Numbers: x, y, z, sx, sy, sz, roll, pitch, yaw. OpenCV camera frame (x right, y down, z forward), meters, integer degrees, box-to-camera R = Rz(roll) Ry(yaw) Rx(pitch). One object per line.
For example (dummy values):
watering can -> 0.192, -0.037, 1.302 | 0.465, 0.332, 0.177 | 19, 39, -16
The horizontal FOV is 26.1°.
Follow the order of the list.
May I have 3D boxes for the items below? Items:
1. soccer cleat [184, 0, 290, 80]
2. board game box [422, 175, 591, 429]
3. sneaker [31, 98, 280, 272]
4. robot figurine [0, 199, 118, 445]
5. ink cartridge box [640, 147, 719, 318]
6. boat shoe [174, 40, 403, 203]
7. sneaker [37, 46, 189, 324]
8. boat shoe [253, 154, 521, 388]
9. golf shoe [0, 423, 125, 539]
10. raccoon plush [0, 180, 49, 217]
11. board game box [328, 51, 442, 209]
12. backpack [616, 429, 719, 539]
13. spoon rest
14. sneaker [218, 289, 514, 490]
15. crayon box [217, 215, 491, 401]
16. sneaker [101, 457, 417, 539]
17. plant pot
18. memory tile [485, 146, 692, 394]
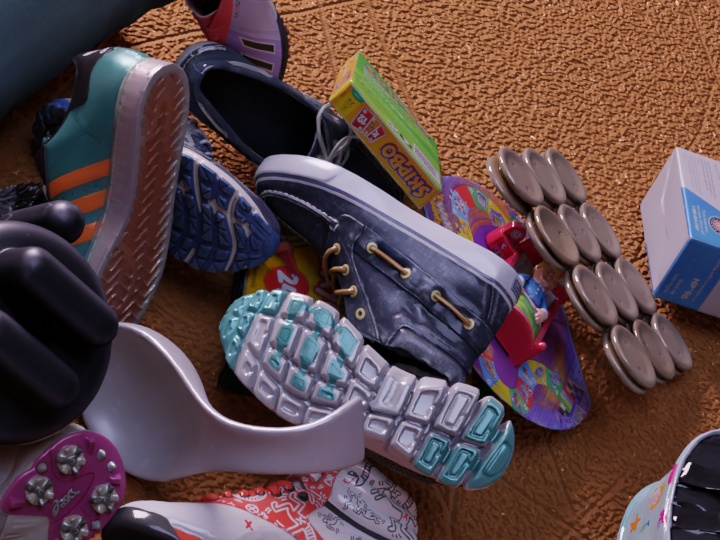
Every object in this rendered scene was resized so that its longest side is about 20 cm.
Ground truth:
soccer cleat -> -0.095, -0.185, 1.100 | 0.068, 0.201, 0.073 | 34, 61, 20
board game box -> 0.117, 0.012, 1.100 | 0.157, 0.039, 0.202 | 23, 44, -44
sneaker -> -0.126, -0.072, 1.062 | 0.199, 0.078, 0.085 | 31, 36, 20
robot figurine -> -0.221, 0.036, 0.882 | 0.149, 0.199, 0.127 | -16, 96, -38
ink cartridge box -> 0.327, -0.010, 1.221 | 0.198, 0.068, 0.117 | 18, 40, -10
boat shoe -> -0.043, -0.092, 1.095 | 0.199, 0.075, 0.062 | 39, 3, -25
sneaker -> -0.169, -0.043, 0.999 | 0.079, 0.203, 0.071 | 19, 9, 27
boat shoe -> 0.000, 0.000, 1.016 | 0.199, 0.071, 0.091 | 27, 68, 16
golf shoe -> -0.229, 0.156, 0.886 | 0.199, 0.076, 0.091 | -34, 29, -21
raccoon plush -> -0.262, -0.068, 0.971 | 0.198, 0.135, 0.097 | -24, 66, -30
board game box -> 0.020, -0.106, 1.119 | 0.096, 0.030, 0.200 | 50, 13, -10
backpack -> 0.256, 0.208, 0.995 | 0.199, 0.151, 0.179 | 31, 47, -9
spoon rest -> -0.096, 0.086, 0.925 | 0.198, 0.101, 0.060 | 7, 19, 30
sneaker -> -0.002, 0.084, 0.979 | 0.199, 0.091, 0.078 | 31, 74, 5
crayon box -> 0.008, 0.040, 1.072 | 0.198, 0.051, 0.128 | 15, 52, -14
sneaker -> -0.056, 0.154, 0.956 | 0.199, 0.067, 0.109 | 21, 50, -13
plant pot -> -0.247, -0.208, 1.060 | 0.199, 0.201, 0.197 | 37, 59, 5
memory tile -> 0.169, -0.003, 1.135 | 0.201, 0.017, 0.153 | 59, 24, 10
